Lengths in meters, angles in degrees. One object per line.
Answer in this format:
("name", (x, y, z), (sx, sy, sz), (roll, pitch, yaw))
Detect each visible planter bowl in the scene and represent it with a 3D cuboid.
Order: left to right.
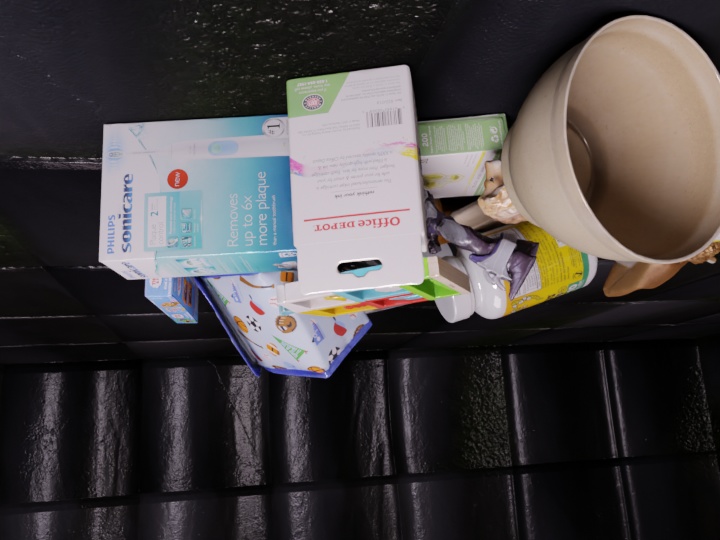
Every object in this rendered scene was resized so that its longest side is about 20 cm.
("planter bowl", (0.212, -0.102, 0.598), (0.199, 0.202, 0.135), (3, 176, -25))

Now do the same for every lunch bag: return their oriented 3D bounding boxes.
("lunch bag", (-0.117, 0.041, 0.844), (0.199, 0.171, 0.124), (-2, -146, 47))

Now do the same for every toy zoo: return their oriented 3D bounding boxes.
("toy zoo", (0.003, 0.022, 0.699), (0.199, 0.021, 0.131), (-11, 167, 21))

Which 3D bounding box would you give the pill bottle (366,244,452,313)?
("pill bottle", (0.058, 0.006, 1.166), (0.113, 0.115, 0.199), (9, 162, -43))

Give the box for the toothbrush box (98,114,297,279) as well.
("toothbrush box", (-0.157, -0.074, 0.697), (0.198, 0.147, 0.085), (-2, 166, 1))

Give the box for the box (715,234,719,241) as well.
("box", (0.381, -0.086, 0.872), (0.199, 0.049, 0.118), (-6, 126, 7))

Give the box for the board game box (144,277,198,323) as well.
("board game box", (-0.245, -0.020, 0.890), (0.036, 0.152, 0.200), (-1, 166, -6))

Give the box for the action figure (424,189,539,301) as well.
("action figure", (0.097, -0.044, 0.747), (0.199, 0.070, 0.130), (29, -172, 14))

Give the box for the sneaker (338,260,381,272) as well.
("sneaker", (0.000, 0.000, 0.894), (0.199, 0.088, 0.076), (6, 166, -27))

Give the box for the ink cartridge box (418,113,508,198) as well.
("ink cartridge box", (0.056, -0.123, 0.765), (0.199, 0.048, 0.146), (-5, 168, -2))

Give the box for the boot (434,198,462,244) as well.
("boot", (0.127, -0.077, 0.958), (0.143, 0.071, 0.201), (-7, 171, -15))

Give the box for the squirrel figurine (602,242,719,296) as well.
("squirrel figurine", (0.486, -0.048, 1.013), (0.186, 0.143, 0.200), (-3, 171, -30))

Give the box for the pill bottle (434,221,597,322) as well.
("pill bottle", (0.196, -0.002, 0.884), (0.199, 0.113, 0.113), (-18, 170, -11))

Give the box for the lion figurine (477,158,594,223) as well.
("lion figurine", (0.181, -0.085, 0.743), (0.122, 0.073, 0.200), (-40, 166, 0))

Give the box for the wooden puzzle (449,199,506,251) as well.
("wooden puzzle", (0.215, -0.076, 0.933), (0.184, 0.037, 0.200), (-26, 157, 8))

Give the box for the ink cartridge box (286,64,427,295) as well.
("ink cartridge box", (-0.001, -0.075, 0.612), (0.116, 0.201, 0.067), (-5, 167, 7))
